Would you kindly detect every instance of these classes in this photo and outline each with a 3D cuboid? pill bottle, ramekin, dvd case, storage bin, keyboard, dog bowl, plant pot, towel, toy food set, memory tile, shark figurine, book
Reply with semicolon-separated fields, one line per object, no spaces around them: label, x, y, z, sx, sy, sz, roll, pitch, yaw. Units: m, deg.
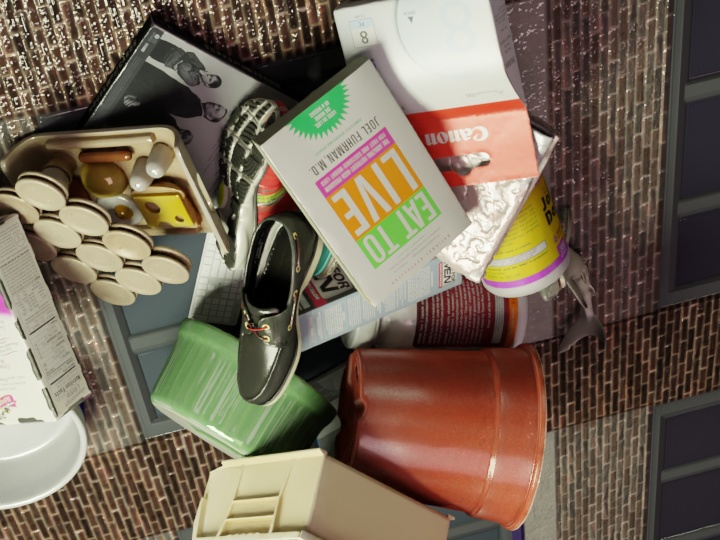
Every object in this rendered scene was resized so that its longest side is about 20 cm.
pill bottle;0.148;-0.078;1.426;0.103;0.105;0.201;-23;119;4
ramekin;-0.134;0.146;1.472;0.200;0.199;0.098;42;73;-39
dvd case;-0.161;-0.147;1.335;0.199;0.025;0.151;25;119;-31
storage bin;-0.041;0.271;1.393;0.199;0.095;0.197;31;150;-33
keyboard;-0.145;-0.019;1.465;0.056;0.011;0.202;3;129;-19
pill bottle;0.080;0.044;1.519;0.197;0.114;0.114;1;130;-18
dog bowl;-0.408;0.173;1.505;0.197;0.079;0.202;-8;132;-9
plant pot;0.078;0.167;1.441;0.193;0.202;0.202;7;128;-9
towel;0.079;-0.113;1.355;0.199;0.032;0.192;35;123;12
toy food set;-0.237;-0.066;1.318;0.198;0.061;0.144;-1;138;22
memory tile;-0.277;-0.029;1.330;0.199;0.017;0.153;34;146;-30
shark figurine;0.227;0.012;1.580;0.088;0.130;0.214;-6;156;23
book;0.005;-0.085;1.293;0.133;0.048;0.201;-38;114;-5

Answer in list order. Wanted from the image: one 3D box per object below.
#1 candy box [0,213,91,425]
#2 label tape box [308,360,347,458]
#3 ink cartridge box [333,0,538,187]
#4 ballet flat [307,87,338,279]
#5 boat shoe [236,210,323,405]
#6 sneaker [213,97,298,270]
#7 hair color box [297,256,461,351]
candy box;-0.366;0.053;1.334;0.135;0.061;0.202;-6;110;33
label tape box;-0.015;0.208;1.573;0.143;0.201;0.063;-30;133;10
ink cartridge box;0.073;-0.170;1.280;0.158;0.047;0.202;-5;110;28
ballet flat;-0.018;-0.090;1.356;0.075;0.068;0.202;-16;119;-33
boat shoe;-0.093;0.039;1.335;0.063;0.073;0.204;-5;113;-57
sneaker;-0.095;-0.091;1.348;0.084;0.077;0.201;-12;137;-31
hair color box;0.000;0.000;1.433;0.198;0.099;0.061;-22;140;-17
